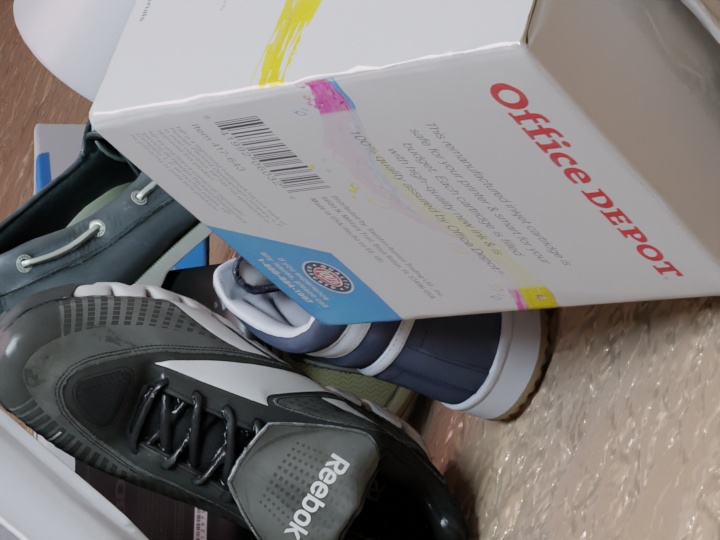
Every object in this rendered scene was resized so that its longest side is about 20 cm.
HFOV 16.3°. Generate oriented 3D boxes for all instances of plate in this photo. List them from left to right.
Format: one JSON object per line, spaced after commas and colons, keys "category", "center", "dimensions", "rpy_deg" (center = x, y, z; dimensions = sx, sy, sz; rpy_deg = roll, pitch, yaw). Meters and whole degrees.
{"category": "plate", "center": [-0.092, 0.110, 0.902], "dimensions": [0.032, 0.200, 0.200], "rpy_deg": [-46, 50, -12]}

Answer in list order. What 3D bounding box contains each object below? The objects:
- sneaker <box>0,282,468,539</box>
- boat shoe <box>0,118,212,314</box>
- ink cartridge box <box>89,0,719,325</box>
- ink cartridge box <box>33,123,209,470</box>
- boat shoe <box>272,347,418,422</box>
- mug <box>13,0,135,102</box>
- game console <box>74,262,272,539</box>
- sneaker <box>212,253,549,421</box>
{"category": "sneaker", "center": [-0.038, 0.062, 0.889], "dimensions": [0.067, 0.199, 0.090], "rpy_deg": [-61, 31, 5]}
{"category": "boat shoe", "center": [-0.087, -0.044, 1.038], "dimensions": [0.200, 0.062, 0.073], "rpy_deg": [-50, 29, -23]}
{"category": "ink cartridge box", "center": [0.043, -0.072, 0.782], "dimensions": [0.199, 0.128, 0.126], "rpy_deg": [-5, 55, 40]}
{"category": "ink cartridge box", "center": [-0.121, 0.040, 1.256], "dimensions": [0.146, 0.084, 0.202], "rpy_deg": [-119, 30, -72]}
{"category": "boat shoe", "center": [0.000, 0.000, 1.069], "dimensions": [0.069, 0.074, 0.201], "rpy_deg": [92, -176, -59]}
{"category": "mug", "center": [-0.092, -0.188, 1.399], "dimensions": [0.154, 0.149, 0.187], "rpy_deg": [-61, 4, 29]}
{"category": "game console", "center": [-0.061, 0.107, 1.073], "dimensions": [0.175, 0.116, 0.202], "rpy_deg": [-8, 79, 49]}
{"category": "sneaker", "center": [-0.007, -0.028, 0.958], "dimensions": [0.070, 0.108, 0.200], "rpy_deg": [-59, 33, 25]}
